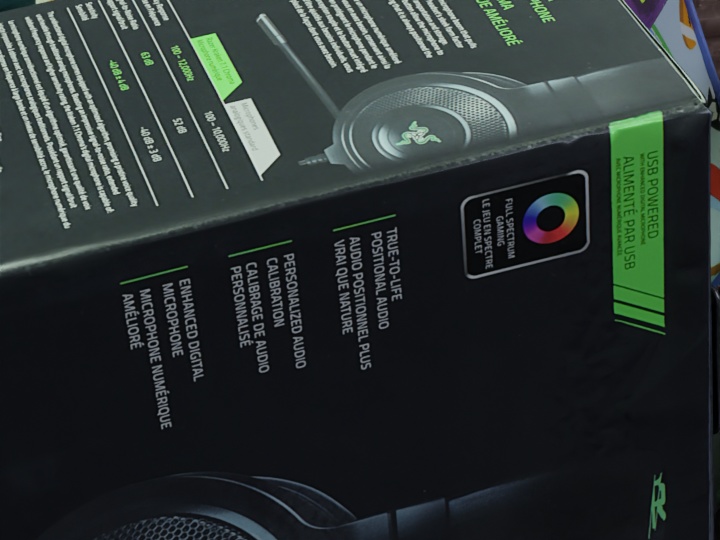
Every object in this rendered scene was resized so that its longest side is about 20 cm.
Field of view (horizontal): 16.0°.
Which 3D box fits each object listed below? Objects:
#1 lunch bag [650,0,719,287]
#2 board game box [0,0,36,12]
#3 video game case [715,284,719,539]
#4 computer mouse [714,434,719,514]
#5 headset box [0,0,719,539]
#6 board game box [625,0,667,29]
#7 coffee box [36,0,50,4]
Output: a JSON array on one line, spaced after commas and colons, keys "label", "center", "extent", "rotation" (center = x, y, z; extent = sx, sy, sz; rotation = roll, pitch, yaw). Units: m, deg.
[{"label": "lunch bag", "center": [0.070, -0.054, 0.923], "extent": [0.160, 0.075, 0.201], "rotation": [-46, 128, -37]}, {"label": "board game box", "center": [-0.184, -0.094, 0.517], "extent": [0.151, 0.047, 0.201], "rotation": [-36, 91, -6]}, {"label": "video game case", "center": [0.154, 0.023, 0.949], "extent": [0.200, 0.023, 0.183], "rotation": [-78, 178, -58]}, {"label": "computer mouse", "center": [0.073, 0.109, 0.899], "extent": [0.200, 0.053, 0.139], "rotation": [-47, 157, -14]}, {"label": "headset box", "center": [-0.025, 0.037, 0.509], "extent": [0.199, 0.093, 0.175], "rotation": [-14, 126, -12]}, {"label": "board game box", "center": [0.097, -0.182, 0.881], "extent": [0.120, 0.032, 0.200], "rotation": [60, 44, -29]}, {"label": "coffee box", "center": [-0.085, -0.065, 0.594], "extent": [0.199, 0.080, 0.115], "rotation": [26, 84, -6]}]
